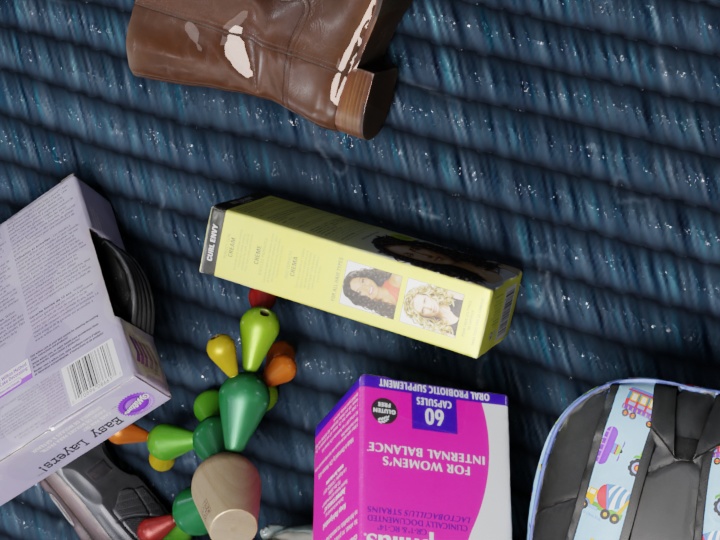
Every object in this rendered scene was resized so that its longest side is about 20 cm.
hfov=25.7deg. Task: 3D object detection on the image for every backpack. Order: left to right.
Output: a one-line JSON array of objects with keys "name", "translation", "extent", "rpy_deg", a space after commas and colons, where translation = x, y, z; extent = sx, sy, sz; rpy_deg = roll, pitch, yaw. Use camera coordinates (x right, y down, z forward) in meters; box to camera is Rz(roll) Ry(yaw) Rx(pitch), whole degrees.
[{"name": "backpack", "translation": [0.189, 0.166, 0.959], "extent": [0.182, 0.135, 0.201], "rpy_deg": [9, 92, 18]}]

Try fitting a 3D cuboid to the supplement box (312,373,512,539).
[{"name": "supplement box", "translation": [0.030, 0.178, 0.973], "extent": [0.101, 0.103, 0.200], "rpy_deg": [9, 63, -17]}]

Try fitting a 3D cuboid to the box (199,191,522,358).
[{"name": "box", "translation": [0.000, 0.000, 1.041], "extent": [0.200, 0.075, 0.050], "rpy_deg": [16, 105, 17]}]

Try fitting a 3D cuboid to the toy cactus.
[{"name": "toy cactus", "translation": [-0.099, 0.118, 1.052], "extent": [0.102, 0.165, 0.200], "rpy_deg": [27, 108, -22]}]

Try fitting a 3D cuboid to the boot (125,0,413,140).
[{"name": "boot", "translation": [-0.061, -0.197, 1.046], "extent": [0.200, 0.064, 0.187], "rpy_deg": [20, 102, 22]}]

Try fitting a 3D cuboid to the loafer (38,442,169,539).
[{"name": "loafer", "translation": [-0.215, 0.146, 1.146], "extent": [0.200, 0.072, 0.063], "rpy_deg": [50, 119, 9]}]

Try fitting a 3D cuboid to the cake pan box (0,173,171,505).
[{"name": "cake pan box", "translation": [-0.237, 0.054, 1.093], "extent": [0.200, 0.052, 0.184], "rpy_deg": [-33, 55, 12]}]

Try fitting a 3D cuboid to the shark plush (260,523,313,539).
[{"name": "shark plush", "translation": [-0.039, 0.192, 1.035], "extent": [0.083, 0.200, 0.091], "rpy_deg": [16, 97, 64]}]
